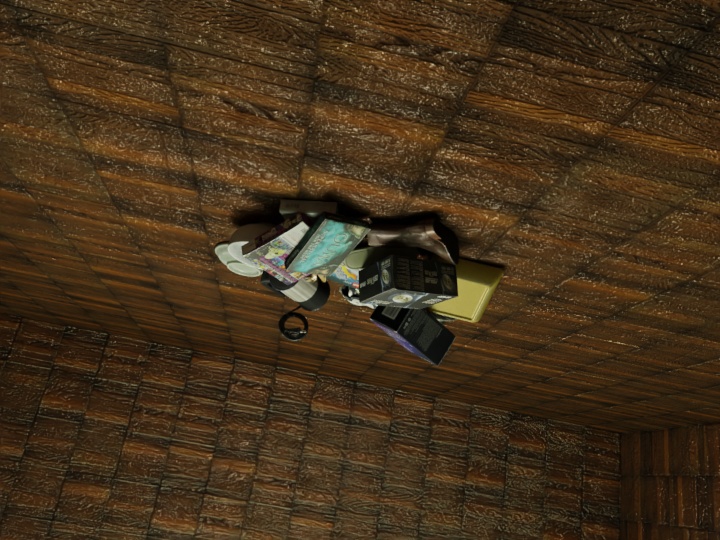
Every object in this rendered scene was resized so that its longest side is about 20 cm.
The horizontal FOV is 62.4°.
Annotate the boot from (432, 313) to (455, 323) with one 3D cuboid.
[{"bbox_3d":[0.265,0.161,1.989,0.179,0.074,0.200,-3,158,15],"label":"boot"}]

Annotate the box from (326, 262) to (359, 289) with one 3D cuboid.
[{"bbox_3d":[0.002,-0.003,1.631,0.197,0.038,0.137,19,142,-1],"label":"box"}]

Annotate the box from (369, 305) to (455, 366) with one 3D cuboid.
[{"bbox_3d":[0.150,0.164,1.699,0.200,0.105,0.147,41,169,-30],"label":"box"}]

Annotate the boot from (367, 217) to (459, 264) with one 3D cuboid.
[{"bbox_3d":[0.127,-0.066,1.459,0.198,0.065,0.186,-5,146,33],"label":"boot"}]

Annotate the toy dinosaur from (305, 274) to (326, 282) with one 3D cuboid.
[{"bbox_3d":[-0.117,-0.015,1.631,0.058,0.102,0.200,-26,-179,-18],"label":"toy dinosaur"}]

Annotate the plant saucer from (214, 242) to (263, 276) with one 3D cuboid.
[{"bbox_3d":[-0.350,-0.024,1.815,0.197,0.051,0.201,8,159,3],"label":"plant saucer"}]

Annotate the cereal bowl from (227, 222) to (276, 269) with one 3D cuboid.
[{"bbox_3d":[-0.250,-0.071,1.591,0.197,0.085,0.200,8,160,3],"label":"cereal bowl"}]

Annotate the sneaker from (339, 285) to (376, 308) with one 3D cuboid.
[{"bbox_3d":[0.022,0.069,1.841,0.197,0.081,0.129,9,171,32],"label":"sneaker"}]

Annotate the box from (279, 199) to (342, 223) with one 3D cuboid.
[{"bbox_3d":[-0.106,-0.113,1.482,0.142,0.037,0.200,4,160,13],"label":"box"}]

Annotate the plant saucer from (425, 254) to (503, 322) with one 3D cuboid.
[{"bbox_3d":[0.264,0.062,1.619,0.197,0.049,0.202,14,131,-2],"label":"plant saucer"}]

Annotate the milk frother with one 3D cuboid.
[{"bbox_3d":[-0.203,0.086,1.794,0.178,0.203,0.188,-19,151,17],"label":"milk frother"}]

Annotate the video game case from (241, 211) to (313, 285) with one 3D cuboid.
[{"bbox_3d":[-0.166,-0.048,1.481,0.180,0.036,0.200,-28,147,17],"label":"video game case"}]

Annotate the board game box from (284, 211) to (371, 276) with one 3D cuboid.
[{"bbox_3d":[-0.081,-0.060,1.442,0.134,0.028,0.200,8,140,-35],"label":"board game box"}]

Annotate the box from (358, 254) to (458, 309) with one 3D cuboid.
[{"bbox_3d":[0.118,0.034,1.493,0.198,0.087,0.163,8,161,-31],"label":"box"}]

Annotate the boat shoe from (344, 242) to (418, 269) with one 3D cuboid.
[{"bbox_3d":[0.049,-0.043,1.546,0.196,0.076,0.066,-11,-159,-10],"label":"boat shoe"}]

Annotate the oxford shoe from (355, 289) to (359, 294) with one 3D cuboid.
[{"bbox_3d":[0.000,0.000,1.714,0.074,0.058,0.201,7,145,23],"label":"oxford shoe"}]
